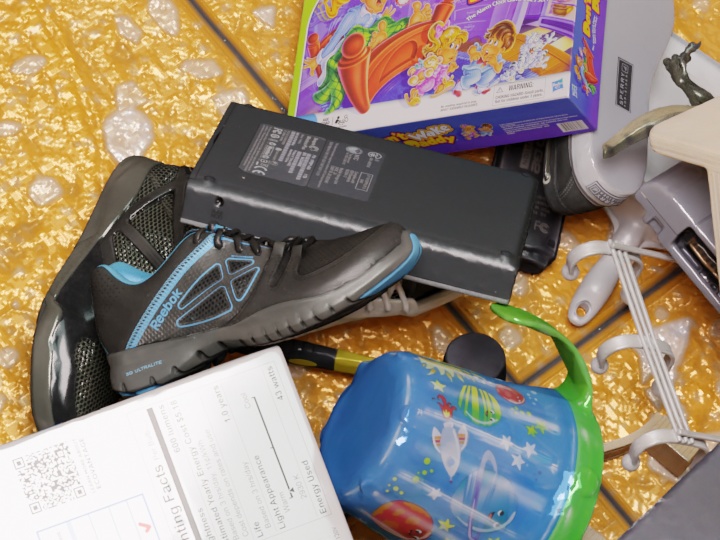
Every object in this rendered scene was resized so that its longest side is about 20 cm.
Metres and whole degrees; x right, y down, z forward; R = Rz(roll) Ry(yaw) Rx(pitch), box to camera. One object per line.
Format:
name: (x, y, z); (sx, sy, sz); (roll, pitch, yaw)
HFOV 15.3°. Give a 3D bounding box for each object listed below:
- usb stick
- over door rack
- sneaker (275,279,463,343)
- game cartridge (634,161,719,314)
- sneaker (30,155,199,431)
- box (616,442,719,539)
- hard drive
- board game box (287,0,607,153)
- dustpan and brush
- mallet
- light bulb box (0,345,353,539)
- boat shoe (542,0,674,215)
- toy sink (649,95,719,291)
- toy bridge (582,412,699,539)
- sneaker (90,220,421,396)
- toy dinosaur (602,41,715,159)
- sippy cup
usb stick: (0.118, -0.093, 1.748); (0.055, 0.033, 0.201); (17, 64, -9)
over door rack: (0.222, 0.060, 1.663); (0.199, 0.067, 0.148); (3, 57, -32)
sneaker: (0.000, 0.000, 1.625); (0.200, 0.073, 0.071); (-22, 27, -39)
game cartridge: (0.272, 0.003, 1.669); (0.133, 0.042, 0.200); (-32, 78, -40)
sneaker: (-0.123, 0.021, 1.616); (0.114, 0.076, 0.200); (8, 57, 27)
box: (0.157, 0.229, 1.517); (0.200, 0.197, 0.117); (-39, 76, -23)
hard drive: (0.004, -0.043, 1.612); (0.199, 0.033, 0.140); (14, 25, 3)
board game box: (0.055, -0.143, 1.693); (0.199, 0.045, 0.135); (-8, 61, 28)
dustpan and brush: (0.189, -0.047, 1.734); (0.139, 0.057, 0.200); (34, 58, 0)
mallet: (-0.006, 0.050, 1.643); (0.199, 0.066, 0.041); (15, 53, -2)
light bulb box: (-0.113, 0.173, 1.518); (0.199, 0.125, 0.199); (-19, 83, -17)
boat shoe: (0.151, -0.125, 1.702); (0.069, 0.057, 0.201); (31, 54, -29)
toy sink: (0.283, -0.032, 1.573); (0.130, 0.112, 0.200); (-24, 27, -32)
toy bridge: (0.123, 0.158, 1.637); (0.067, 0.027, 0.200); (40, 66, 10)
sneaker: (-0.064, 0.005, 1.526); (0.199, 0.073, 0.082); (-21, 86, 13)
toy dinosaur: (0.233, -0.101, 1.669); (0.199, 0.047, 0.088); (5, 60, -26)
sippy cup: (0.051, 0.112, 1.563); (0.130, 0.140, 0.178); (27, 60, -25)
